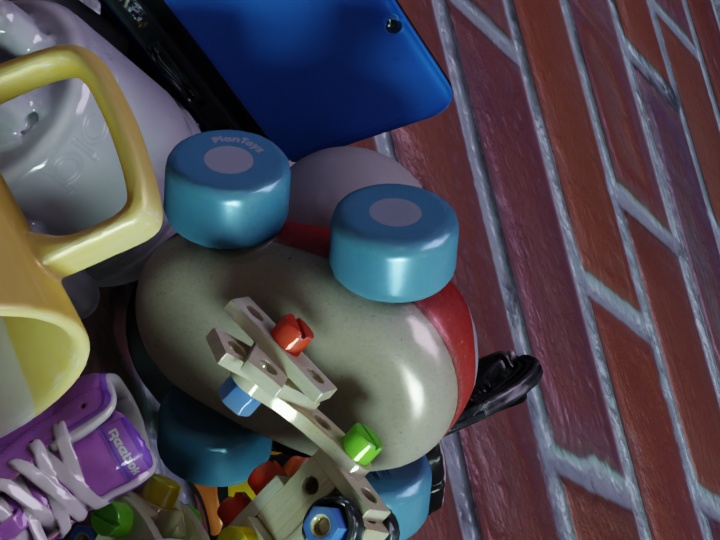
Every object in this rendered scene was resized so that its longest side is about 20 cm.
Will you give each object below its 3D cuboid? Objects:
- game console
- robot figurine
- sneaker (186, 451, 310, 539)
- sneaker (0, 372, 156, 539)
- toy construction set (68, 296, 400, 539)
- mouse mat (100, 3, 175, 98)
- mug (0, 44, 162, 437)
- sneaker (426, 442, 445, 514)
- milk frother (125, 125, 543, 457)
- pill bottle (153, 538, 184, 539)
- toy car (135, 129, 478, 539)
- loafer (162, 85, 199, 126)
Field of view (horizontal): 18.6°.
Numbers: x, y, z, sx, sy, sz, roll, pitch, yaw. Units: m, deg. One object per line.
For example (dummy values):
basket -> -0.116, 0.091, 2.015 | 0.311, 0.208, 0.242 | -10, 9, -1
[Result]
game console -> -0.070, -0.152, 1.165 | 0.171, 0.118, 0.200 | 49, -3, 46
robot figurine -> -0.152, -0.062, 1.133 | 0.200, 0.112, 0.171 | 39, 50, -53
sneaker -> -0.050, 0.180, 1.224 | 0.070, 0.090, 0.201 | -57, 150, -50
sneaker -> -0.154, 0.102, 0.970 | 0.073, 0.114, 0.201 | 62, 23, -21
toy construction set -> -0.059, 0.111, 1.055 | 0.092, 0.200, 0.131 | -2, 44, -48
mouse mat -> -0.075, -0.131, 1.243 | 0.008, 0.160, 0.200 | -62, 177, -23
mug -> -0.191, -0.014, 0.928 | 0.150, 0.186, 0.154 | 117, -45, -57
sneaker -> 0.003, 0.074, 1.452 | 0.086, 0.080, 0.201 | -70, 142, -76
milk frother -> -0.018, 0.015, 1.269 | 0.189, 0.199, 0.181 | 57, 21, -27
pill bottle -> -0.120, 0.191, 0.932 | 0.112, 0.111, 0.200 | 66, 30, -8
toy car -> 0.000, 0.000, 1.142 | 0.200, 0.176, 0.185 | -49, 151, -49
loafer -> -0.077, -0.079, 1.417 | 0.200, 0.073, 0.071 | 26, 49, -48
